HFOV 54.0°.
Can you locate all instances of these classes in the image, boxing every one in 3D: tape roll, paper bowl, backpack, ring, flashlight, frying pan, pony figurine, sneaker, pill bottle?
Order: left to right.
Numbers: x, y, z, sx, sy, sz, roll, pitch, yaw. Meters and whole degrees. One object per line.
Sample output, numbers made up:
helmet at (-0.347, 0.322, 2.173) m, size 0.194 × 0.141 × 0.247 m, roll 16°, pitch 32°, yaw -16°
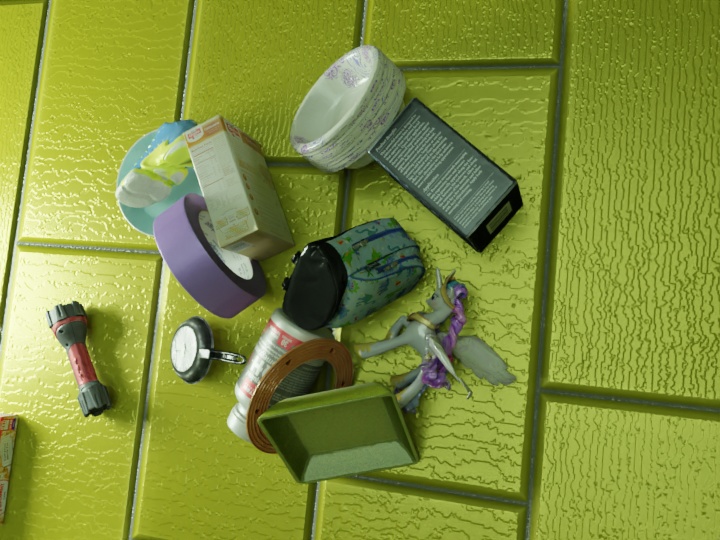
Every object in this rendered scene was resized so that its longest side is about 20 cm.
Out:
flashlight at (-0.496, 0.156, 1.252) m, size 0.068 × 0.068 × 0.201 m, roll -30°, pitch 75°, yaw 16°
sneaker at (-0.345, -0.191, 1.232) m, size 0.200 × 0.076 × 0.105 m, roll -28°, pitch 46°, yaw 22°
frying pan at (-0.264, 0.149, 1.167) m, size 0.190 × 0.031 × 0.115 m, roll 34°, pitch 106°, yaw 43°
tape roll at (-0.236, -0.024, 1.125) m, size 0.066 × 0.200 × 0.201 m, roll -35°, pitch 75°, yaw 10°
pill bottle at (-0.130, 0.169, 1.114) m, size 0.110 × 0.111 × 0.201 m, roll 30°, pitch 97°, yaw 18°
ring at (-0.091, 0.187, 1.064) m, size 0.019 × 0.200 × 0.201 m, roll 32°, pitch 93°, yaw 39°
paper bowl at (-0.010, -0.241, 1.105) m, size 0.200 × 0.104 × 0.201 m, roll -33°, pitch 36°, yaw 29°
backpack at (0.000, 0.000, 1.063) m, size 0.154 × 0.200 × 0.163 m, roll 38°, pitch 135°, yaw 11°
pony figurine at (0.110, 0.121, 1.044) m, size 0.200 × 0.166 × 0.193 m, roll -43°, pitch 65°, yaw 24°

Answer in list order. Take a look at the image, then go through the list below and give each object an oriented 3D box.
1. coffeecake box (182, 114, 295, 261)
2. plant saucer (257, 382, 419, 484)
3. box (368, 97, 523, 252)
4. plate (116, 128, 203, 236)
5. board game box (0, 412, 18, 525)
coffeecake box at (-0.195, -0.129, 1.150) m, size 0.073 × 0.153 × 0.201 m, roll -23°, pitch 77°, yaw 12°
plant saucer at (-0.028, 0.236, 1.050) m, size 0.199 × 0.200 × 0.048 m, roll -12°, pitch 45°, yaw 8°
box at (0.131, -0.138, 1.056) m, size 0.200 × 0.148 × 0.107 m, roll 44°, pitch 96°, yaw 17°
plate at (-0.346, -0.157, 1.267) m, size 0.199 × 0.026 × 0.201 m, roll -2°, pitch 82°, yaw 17°
board game box at (-0.722, 0.359, 1.306) m, size 0.151 × 0.046 × 0.201 m, roll 4°, pitch 84°, yaw 17°
